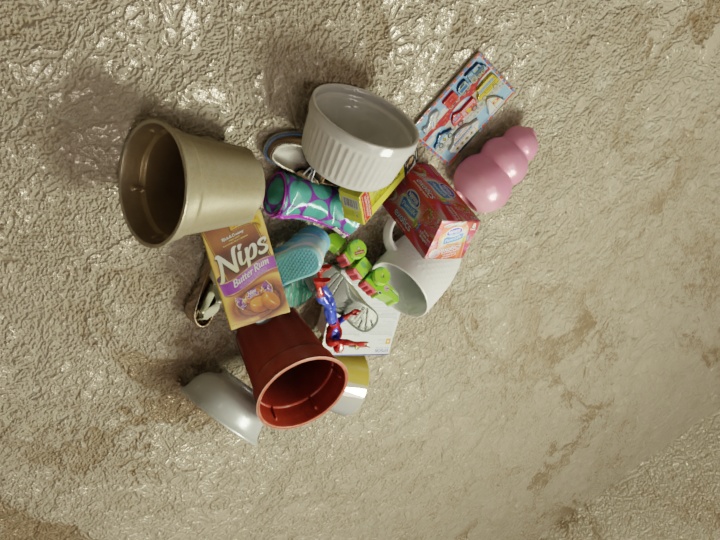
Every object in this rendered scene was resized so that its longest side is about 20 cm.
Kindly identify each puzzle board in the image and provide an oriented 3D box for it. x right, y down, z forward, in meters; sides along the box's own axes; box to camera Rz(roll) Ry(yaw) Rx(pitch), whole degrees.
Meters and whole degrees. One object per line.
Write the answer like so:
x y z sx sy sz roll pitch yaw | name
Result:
0.202 -0.312 1.643 0.200 0.017 0.150 -47 138 13 | puzzle board

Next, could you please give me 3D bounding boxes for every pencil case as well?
-0.085 -0.122 1.565 0.199 0.093 0.085 13 160 -40 | pencil case

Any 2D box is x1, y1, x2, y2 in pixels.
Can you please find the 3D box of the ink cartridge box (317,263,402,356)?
0.003 0.087 1.820 0.195 0.043 0.202 4 110 -37 | ink cartridge box

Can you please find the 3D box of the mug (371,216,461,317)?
0.118 -0.034 1.750 0.175 0.147 0.201 -45 113 -30 | mug

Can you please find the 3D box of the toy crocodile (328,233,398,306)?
0.000 0.000 1.694 0.200 0.067 0.062 48 60 -13 | toy crocodile

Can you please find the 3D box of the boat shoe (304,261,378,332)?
-0.044 0.048 1.709 0.202 0.065 0.075 40 93 -27 | boat shoe

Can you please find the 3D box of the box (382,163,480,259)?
0.131 -0.119 1.631 0.099 0.200 0.096 0 130 -34 | box

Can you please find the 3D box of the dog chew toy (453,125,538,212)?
0.285 -0.216 1.717 0.200 0.124 0.125 -47 139 -1 | dog chew toy

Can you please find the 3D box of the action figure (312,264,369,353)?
-0.033 0.085 1.644 0.098 0.065 0.201 -2 127 6 | action figure

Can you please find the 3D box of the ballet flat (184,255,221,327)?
-0.273 0.027 1.589 0.068 0.067 0.201 6 123 -37 | ballet flat

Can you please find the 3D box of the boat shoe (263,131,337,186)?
-0.081 -0.197 1.512 0.199 0.073 0.073 7 123 -39 | boat shoe

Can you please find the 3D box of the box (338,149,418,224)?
0.036 -0.179 1.558 0.200 0.050 0.076 -50 147 -32 | box

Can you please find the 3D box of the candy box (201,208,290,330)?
-0.212 -0.005 1.526 0.116 0.056 0.202 -17 101 -7 | candy box

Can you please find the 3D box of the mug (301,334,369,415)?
-0.082 0.220 1.870 0.152 0.188 0.149 17 159 -33 | mug

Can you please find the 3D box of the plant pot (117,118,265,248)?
-0.266 -0.140 1.369 0.183 0.200 0.201 -4 131 -46 | plant pot

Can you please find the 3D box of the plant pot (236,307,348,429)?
-0.156 0.185 1.716 0.199 0.196 0.202 -19 137 -19 | plant pot

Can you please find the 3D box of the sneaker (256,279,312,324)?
-0.172 0.036 1.679 0.199 0.087 0.075 -26 135 -49 | sneaker

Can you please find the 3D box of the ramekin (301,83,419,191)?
-0.007 -0.225 1.444 0.199 0.201 0.106 -1 132 -34 | ramekin

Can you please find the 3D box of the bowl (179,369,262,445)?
-0.271 0.271 1.743 0.091 0.200 0.201 -53 140 -9 | bowl

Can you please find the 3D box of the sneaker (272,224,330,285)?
-0.144 -0.026 1.628 0.198 0.131 0.080 -13 114 24 | sneaker
